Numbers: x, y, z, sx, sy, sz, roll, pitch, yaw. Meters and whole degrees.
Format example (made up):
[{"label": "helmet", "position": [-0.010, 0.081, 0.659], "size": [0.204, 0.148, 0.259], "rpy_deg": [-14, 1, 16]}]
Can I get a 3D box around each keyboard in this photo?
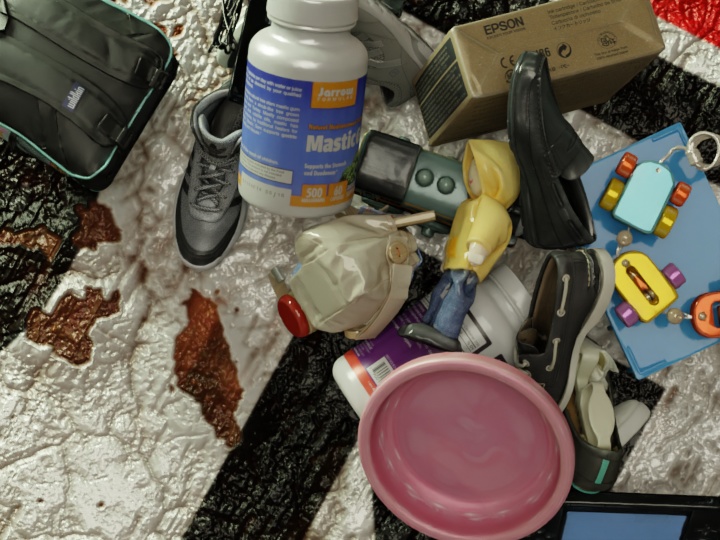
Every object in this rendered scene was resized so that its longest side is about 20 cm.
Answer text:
[{"label": "keyboard", "position": [-0.094, -0.251, 1.586], "size": [0.103, 0.040, 0.202], "rpy_deg": [20, 73, -30]}]

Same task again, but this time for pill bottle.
[{"label": "pill bottle", "position": [0.079, 0.082, 1.586], "size": [0.199, 0.112, 0.113], "rpy_deg": [-35, 85, -1]}, {"label": "pill bottle", "position": [-0.051, -0.160, 1.503], "size": [0.111, 0.112, 0.202], "rpy_deg": [8, 114, 3]}]

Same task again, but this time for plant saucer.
[{"label": "plant saucer", "position": [0.098, 0.156, 1.494], "size": [0.199, 0.051, 0.202], "rpy_deg": [6, 119, 11]}]

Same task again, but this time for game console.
[{"label": "game console", "position": [0.248, 0.299, 1.566], "size": [0.198, 0.176, 0.117], "rpy_deg": [2, 57, 2]}]

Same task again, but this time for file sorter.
[{"label": "file sorter", "position": [0.281, -0.014, 1.581], "size": [0.138, 0.123, 0.201], "rpy_deg": [-25, 85, 1]}]

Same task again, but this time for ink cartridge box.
[{"label": "ink cartridge box", "position": [0.164, -0.194, 1.556], "size": [0.198, 0.165, 0.076], "rpy_deg": [-16, 83, -15]}]

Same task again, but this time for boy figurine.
[{"label": "boy figurine", "position": [0.098, -0.024, 1.492], "size": [0.064, 0.124, 0.202], "rpy_deg": [19, 89, -7]}]

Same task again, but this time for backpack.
[{"label": "backpack", "position": [-0.295, -0.193, 1.600], "size": [0.199, 0.153, 0.177], "rpy_deg": [31, 85, -6]}]

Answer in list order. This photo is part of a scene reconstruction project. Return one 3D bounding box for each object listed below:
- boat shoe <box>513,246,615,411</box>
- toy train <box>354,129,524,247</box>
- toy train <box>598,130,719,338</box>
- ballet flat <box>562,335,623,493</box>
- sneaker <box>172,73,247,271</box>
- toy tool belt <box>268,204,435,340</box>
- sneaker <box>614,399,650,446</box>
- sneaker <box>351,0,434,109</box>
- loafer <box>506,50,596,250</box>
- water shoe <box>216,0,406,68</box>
[{"label": "boat shoe", "position": [0.172, 0.065, 1.511], "size": [0.060, 0.074, 0.201], "rpy_deg": [3, 128, -23]}, {"label": "toy train", "position": [0.077, -0.077, 1.598], "size": [0.198, 0.114, 0.086], "rpy_deg": [20, 87, 4]}, {"label": "toy train", "position": [0.294, -0.019, 1.496], "size": [0.149, 0.056, 0.202], "rpy_deg": [-12, 88, 0]}, {"label": "ballet flat", "position": [0.217, 0.115, 1.553], "size": [0.067, 0.069, 0.201], "rpy_deg": [3, 48, -14]}, {"label": "sneaker", "position": [-0.144, -0.101, 1.607], "size": [0.075, 0.114, 0.202], "rpy_deg": [15, 86, 4]}, {"label": "toy tool belt", "position": [0.000, 0.000, 1.574], "size": [0.122, 0.200, 0.125], "rpy_deg": [-30, 84, -23]}, {"label": "sneaker", "position": [0.184, 0.167, 1.595], "size": [0.199, 0.073, 0.085], "rpy_deg": [-31, 88, 1]}, {"label": "sneaker", "position": [0.004, -0.219, 1.585], "size": [0.082, 0.200, 0.075], "rpy_deg": [-47, 42, 8]}, {"label": "loafer", "position": [0.173, -0.106, 1.460], "size": [0.070, 0.068, 0.202], "rpy_deg": [2, 128, 21]}, {"label": "water shoe", "position": [-0.048, -0.243, 1.635], "size": [0.199, 0.072, 0.079], "rpy_deg": [-30, 83, -1]}]
